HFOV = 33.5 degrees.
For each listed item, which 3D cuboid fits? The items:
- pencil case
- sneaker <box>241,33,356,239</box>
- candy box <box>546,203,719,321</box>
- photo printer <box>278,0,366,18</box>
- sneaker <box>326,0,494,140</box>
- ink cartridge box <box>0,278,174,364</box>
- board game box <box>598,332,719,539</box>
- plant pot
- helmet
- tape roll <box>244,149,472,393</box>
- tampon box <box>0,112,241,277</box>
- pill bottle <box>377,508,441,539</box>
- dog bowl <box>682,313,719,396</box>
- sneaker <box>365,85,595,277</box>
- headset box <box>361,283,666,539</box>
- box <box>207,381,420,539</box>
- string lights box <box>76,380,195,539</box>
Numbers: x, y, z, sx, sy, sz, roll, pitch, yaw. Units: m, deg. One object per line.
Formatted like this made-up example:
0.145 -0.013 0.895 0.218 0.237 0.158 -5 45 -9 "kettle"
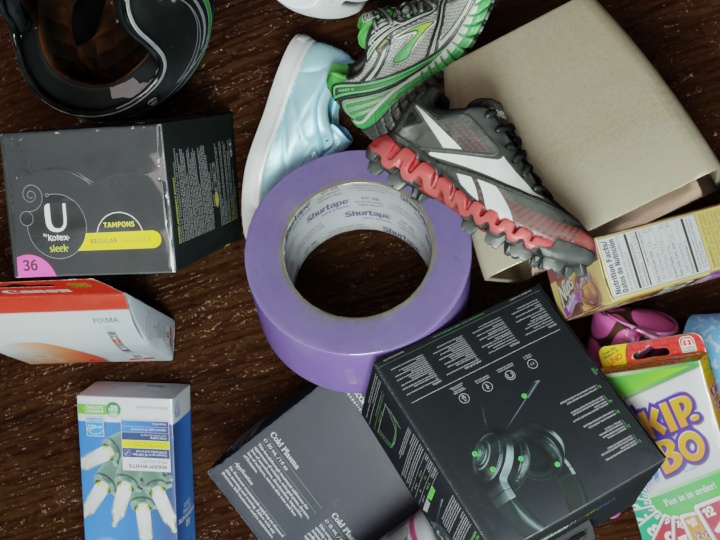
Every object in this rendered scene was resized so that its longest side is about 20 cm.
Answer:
0.223 0.130 1.082 0.090 0.094 0.202 10 104 -8 "pencil case"
-0.053 -0.112 1.110 0.081 0.074 0.202 19 103 13 "sneaker"
0.268 -0.014 0.997 0.198 0.117 0.057 -14 83 -12 "candy box"
-0.070 -0.300 1.036 0.200 0.166 0.069 45 112 1 "photo printer"
0.046 -0.203 1.026 0.085 0.078 0.200 37 116 -14 "sneaker"
-0.280 0.051 1.120 0.160 0.200 0.051 -2 79 12 "ink cartridge box"
0.265 0.155 1.004 0.095 0.030 0.202 -12 97 34 "board game box"
0.174 -0.112 1.010 0.198 0.200 0.179 -26 83 14 "plant pot"
-0.220 -0.238 1.063 0.197 0.202 0.192 8 144 10 "helmet"
0.000 0.000 1.059 0.197 0.085 0.202 -2 63 3 "tape roll"
-0.208 -0.071 1.083 0.148 0.200 0.128 -2 99 12 "tampon box"
0.017 0.304 1.038 0.199 0.113 0.114 -39 90 16 "pill bottle"
0.305 0.132 1.062 0.049 0.111 0.203 8 101 23 "dog bowl"
0.100 -0.072 0.898 0.200 0.071 0.099 34 94 25 "sneaker"
0.126 0.141 0.989 0.173 0.093 0.201 -24 63 -21 "headset box"
-0.007 0.202 1.136 0.182 0.104 0.201 -37 91 16 "box"
-0.224 0.217 1.207 0.101 0.059 0.203 0 99 10 "string lights box"
